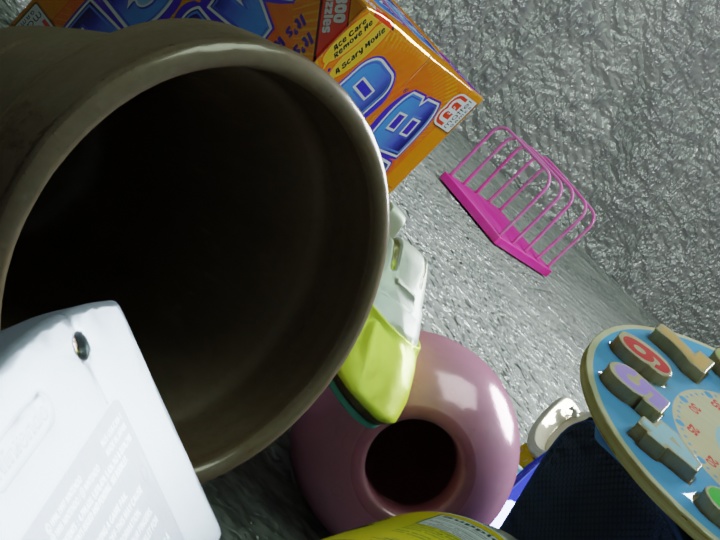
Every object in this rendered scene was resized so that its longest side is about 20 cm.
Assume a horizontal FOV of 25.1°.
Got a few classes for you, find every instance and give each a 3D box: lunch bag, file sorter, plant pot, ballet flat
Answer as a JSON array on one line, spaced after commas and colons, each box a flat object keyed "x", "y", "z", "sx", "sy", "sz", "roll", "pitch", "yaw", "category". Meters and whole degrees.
[{"x": 0.136, "y": 0.188, "z": 0.797, "sx": 0.132, "sy": 0.201, "sz": 0.136, "roll": 19, "pitch": 25, "yaw": -27, "category": "lunch bag"}, {"x": 0.236, "y": -0.104, "z": 2.335, "sx": 0.139, "sy": 0.125, "sz": 0.200, "roll": 52, "pitch": 13, "yaw": 29, "category": "file sorter"}, {"x": -0.116, "y": -0.028, "z": 0.703, "sx": 0.174, "sy": 0.201, "sz": 0.200, "roll": 31, "pitch": -1, "yaw": 42, "category": "plant pot"}, {"x": 0.000, "y": 0.000, "z": 0.834, "sx": 0.067, "sy": 0.067, "sz": 0.200, "roll": 43, "pitch": 13, "yaw": -29, "category": "ballet flat"}]

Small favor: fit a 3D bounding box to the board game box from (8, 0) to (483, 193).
[{"x": -0.078, "y": -0.141, "z": 1.119, "sx": 0.200, "sy": 0.200, "sz": 0.200, "roll": 51, "pitch": 12, "yaw": 26, "category": "board game box"}]

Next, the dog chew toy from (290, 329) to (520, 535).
[{"x": 0.022, "y": 0.088, "z": 0.918, "sx": 0.125, "sy": 0.125, "sz": 0.200, "roll": 45, "pitch": 3, "yaw": -7, "category": "dog chew toy"}]

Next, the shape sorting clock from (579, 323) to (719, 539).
[{"x": 0.189, "y": 0.091, "z": 0.749, "sx": 0.199, "sy": 0.039, "sz": 0.200, "roll": 29, "pitch": 27, "yaw": -16, "category": "shape sorting clock"}]

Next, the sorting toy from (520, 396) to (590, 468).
[{"x": 0.213, "y": 0.195, "z": 1.196, "sx": 0.200, "sy": 0.107, "sz": 0.181, "roll": -5, "pitch": -68, "yaw": 59, "category": "sorting toy"}]

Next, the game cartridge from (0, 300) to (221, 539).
[{"x": -0.096, "y": 0.091, "z": 0.478, "sx": 0.200, "sy": 0.040, "sz": 0.134, "roll": -66, "pitch": 140, "yaw": -67, "category": "game cartridge"}]

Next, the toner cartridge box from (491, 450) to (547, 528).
[{"x": 0.120, "y": 0.176, "z": 1.025, "sx": 0.095, "sy": 0.043, "sz": 0.200, "roll": 54, "pitch": 24, "yaw": 7, "category": "toner cartridge box"}]

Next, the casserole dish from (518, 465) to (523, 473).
[{"x": 0.084, "y": 0.148, "z": 1.125, "sx": 0.200, "sy": 0.039, "sz": 0.121, "roll": 42, "pitch": 12, "yaw": -16, "category": "casserole dish"}]

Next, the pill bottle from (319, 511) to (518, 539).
[{"x": 0.017, "y": 0.158, "z": 0.651, "sx": 0.114, "sy": 0.114, "sz": 0.200, "roll": 49, "pitch": 11, "yaw": 15, "category": "pill bottle"}]
